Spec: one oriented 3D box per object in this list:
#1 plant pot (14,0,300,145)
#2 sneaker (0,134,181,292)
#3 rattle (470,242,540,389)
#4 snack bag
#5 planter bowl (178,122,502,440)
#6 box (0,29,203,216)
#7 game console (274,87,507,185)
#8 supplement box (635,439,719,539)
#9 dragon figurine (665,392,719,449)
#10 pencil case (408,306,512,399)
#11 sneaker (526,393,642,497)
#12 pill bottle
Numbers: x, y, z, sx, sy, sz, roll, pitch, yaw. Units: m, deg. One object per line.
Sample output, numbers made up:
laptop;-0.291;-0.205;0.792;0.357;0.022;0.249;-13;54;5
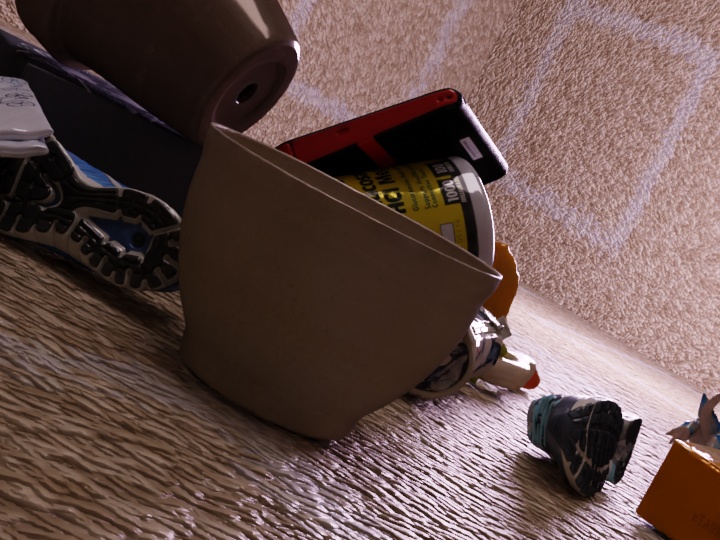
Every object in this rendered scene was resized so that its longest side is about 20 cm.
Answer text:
plant pot;-0.141;-0.199;0.886;0.175;0.200;0.200;48;12;14
sneaker;-0.195;-0.037;0.775;0.198;0.079;0.089;31;-8;14
rattle;0.152;0.052;1.200;0.129;0.146;0.198;8;-3;43
snack bag;-0.294;-0.101;0.682;0.196;0.022;0.189;1;19;-21
planter bowl;-0.031;0.016;0.689;0.198;0.136;0.200;27;7;-4
box;-0.227;-0.104;0.958;0.198;0.105;0.182;23;9;-32
game console;0.027;-0.092;0.979;0.200;0.174;0.032;32;39;-67
supplement box;0.333;0.211;0.952;0.125;0.074;0.199;33;8;35
dragon figurine;0.341;0.162;1.092;0.058;0.203;0.099;28;43;33
pencil case;0.075;0.063;0.974;0.079;0.089;0.200;59;11;8
sneaker;0.172;0.139;0.939;0.085;0.079;0.200;17;-6;25
pill bottle;0.002;-0.023;0.926;0.196;0.115;0.112;-11;18;-14
